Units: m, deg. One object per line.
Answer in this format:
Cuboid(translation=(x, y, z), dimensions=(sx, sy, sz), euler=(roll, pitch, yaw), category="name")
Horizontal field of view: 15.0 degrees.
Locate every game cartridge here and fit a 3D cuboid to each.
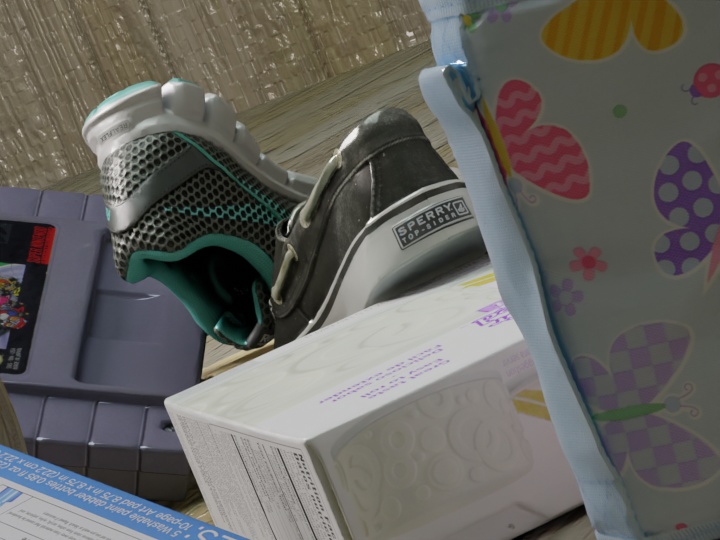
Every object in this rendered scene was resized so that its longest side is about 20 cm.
Cuboid(translation=(-0.129, 0.024, 1.164), dimensions=(0.129, 0.039, 0.200), euler=(9, 31, -4), category="game cartridge")

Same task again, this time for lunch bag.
Cuboid(translation=(0.120, -0.035, 0.750), dimensions=(0.200, 0.170, 0.127), euler=(-26, 9, -22), category="lunch bag")

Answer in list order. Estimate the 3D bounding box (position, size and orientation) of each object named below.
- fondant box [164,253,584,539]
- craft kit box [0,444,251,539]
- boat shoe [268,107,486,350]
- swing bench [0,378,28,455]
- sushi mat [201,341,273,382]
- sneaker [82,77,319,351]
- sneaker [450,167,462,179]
Cuboid(translation=(0.029, 0.045, 0.904), dimensions=(0.144, 0.058, 0.200), euler=(-24, 8, -15), category="fondant box")
Cuboid(translation=(-0.128, 0.117, 0.700), dimensions=(0.197, 0.049, 0.200), euler=(-24, 24, -34), category="craft kit box")
Cuboid(translation=(0.000, 0.000, 1.071), dimensions=(0.071, 0.064, 0.200), euler=(-21, -17, -24), category="boat shoe")
Cuboid(translation=(-0.229, 0.121, 0.887), dimensions=(0.200, 0.130, 0.199), euler=(-22, 4, -42), category="swing bench")
Cuboid(translation=(0.007, 0.016, 1.363), dimensions=(0.200, 0.012, 0.096), euler=(-28, 8, -34), category="sushi mat")
Cuboid(translation=(-0.040, 0.001, 1.162), dimensions=(0.200, 0.092, 0.077), euler=(28, -46, -36), category="sneaker")
Cuboid(translation=(-0.034, -0.008, 1.297), dimensions=(0.199, 0.073, 0.085), euler=(-13, 14, 6), category="sneaker")
